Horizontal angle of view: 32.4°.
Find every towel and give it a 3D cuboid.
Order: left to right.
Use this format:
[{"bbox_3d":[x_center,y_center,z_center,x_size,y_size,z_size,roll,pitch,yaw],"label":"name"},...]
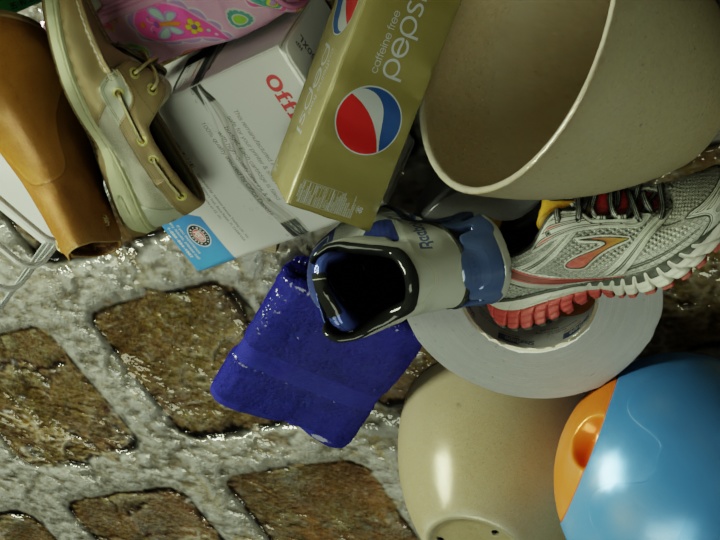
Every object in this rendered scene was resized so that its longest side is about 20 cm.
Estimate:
[{"bbox_3d":[-0.038,0.075,1.119,0.146,0.050,0.201,22,136,-13],"label":"towel"}]

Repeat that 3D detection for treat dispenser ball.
[{"bbox_3d":[0.249,0.165,0.960,0.198,0.202,0.203,12,135,12],"label":"treat dispenser ball"}]

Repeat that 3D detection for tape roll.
[{"bbox_3d":[0.130,0.000,0.942,0.197,0.066,0.203,7,126,10],"label":"tape roll"}]

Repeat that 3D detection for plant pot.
[{"bbox_3d":[0.117,0.194,1.102,0.197,0.135,0.202,11,134,11],"label":"plant pot"}]

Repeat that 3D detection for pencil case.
[{"bbox_3d":[-0.130,-0.196,0.875,0.198,0.088,0.088,-11,126,29],"label":"pencil case"}]

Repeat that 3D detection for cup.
[{"bbox_3d":[0.147,-0.129,0.770,0.142,0.203,0.200,14,142,-28],"label":"cup"}]

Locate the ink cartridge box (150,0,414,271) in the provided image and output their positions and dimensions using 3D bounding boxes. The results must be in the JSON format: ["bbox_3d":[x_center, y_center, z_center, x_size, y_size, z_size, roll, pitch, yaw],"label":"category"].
[{"bbox_3d":[-0.080,-0.100,0.943,0.198,0.085,0.145,-17,122,35],"label":"ink cartridge box"}]

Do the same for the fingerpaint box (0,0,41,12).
[{"bbox_3d":[-0.337,-0.198,0.840,0.165,0.199,0.074,19,130,35],"label":"fingerpaint box"}]

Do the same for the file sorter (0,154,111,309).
[{"bbox_3d":[-0.290,-0.074,1.028,0.138,0.125,0.199,41,134,-16],"label":"file sorter"}]

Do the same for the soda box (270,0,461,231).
[{"bbox_3d":[0.007,-0.135,0.813,0.063,0.068,0.202,17,106,-20],"label":"soda box"}]

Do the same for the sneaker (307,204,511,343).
[{"bbox_3d":[0.000,0.000,0.866,0.198,0.114,0.082,-3,98,56],"label":"sneaker"}]

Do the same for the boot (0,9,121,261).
[{"bbox_3d":[-0.217,-0.084,0.847,0.070,0.146,0.201,-23,168,5],"label":"boot"}]

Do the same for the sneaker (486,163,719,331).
[{"bbox_3d":[0.159,-0.026,0.828,0.198,0.078,0.083,-22,115,26],"label":"sneaker"}]

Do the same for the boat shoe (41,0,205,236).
[{"bbox_3d":[-0.163,-0.121,0.865,0.065,0.074,0.202,-15,126,3],"label":"boat shoe"}]

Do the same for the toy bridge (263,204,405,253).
[{"bbox_3d":[0.014,-0.024,1.017,0.197,0.027,0.068,15,135,7],"label":"toy bridge"}]
